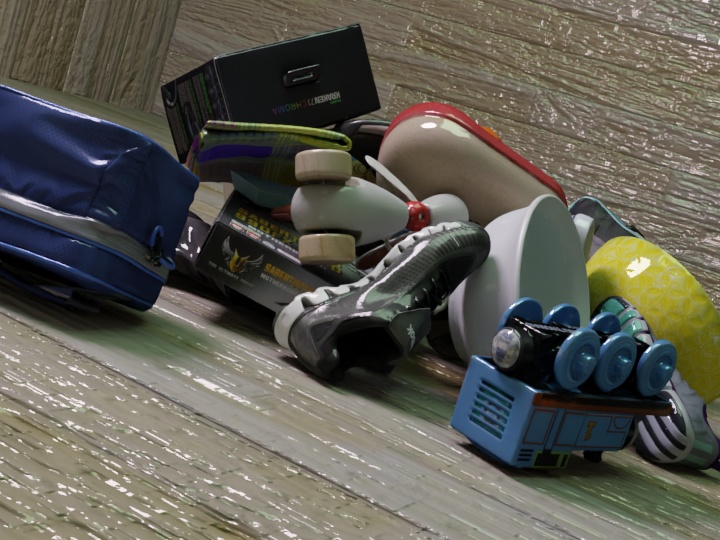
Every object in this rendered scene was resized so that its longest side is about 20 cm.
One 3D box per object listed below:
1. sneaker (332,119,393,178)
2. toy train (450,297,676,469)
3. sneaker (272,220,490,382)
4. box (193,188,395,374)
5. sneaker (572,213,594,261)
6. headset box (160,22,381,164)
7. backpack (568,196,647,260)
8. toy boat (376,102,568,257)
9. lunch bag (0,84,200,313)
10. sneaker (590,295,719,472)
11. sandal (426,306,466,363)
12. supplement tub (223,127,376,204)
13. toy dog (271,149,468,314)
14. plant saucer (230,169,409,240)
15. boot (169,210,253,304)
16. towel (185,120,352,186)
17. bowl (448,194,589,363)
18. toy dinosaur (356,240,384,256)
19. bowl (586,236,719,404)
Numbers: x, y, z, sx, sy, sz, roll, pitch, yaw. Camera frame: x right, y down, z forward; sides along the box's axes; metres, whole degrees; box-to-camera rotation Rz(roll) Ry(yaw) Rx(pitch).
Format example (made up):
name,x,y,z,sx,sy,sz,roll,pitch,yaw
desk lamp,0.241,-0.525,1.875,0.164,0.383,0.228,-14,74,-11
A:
name,x,y,z,sx,sy,sz,roll,pitch,yaw
sneaker,0.054,-0.086,1.150,0.197,0.118,0.075,12,-6,-30
toy train,0.161,0.090,0.826,0.198,0.116,0.086,10,14,-43
sneaker,0.032,0.031,0.878,0.198,0.067,0.091,-27,44,-13
box,-0.048,0.005,0.997,0.198,0.049,0.159,30,13,-7
sneaker,0.186,0.022,1.133,0.070,0.202,0.073,24,37,12
headset box,-0.097,-0.185,1.154,0.172,0.094,0.199,-19,8,-25
backpack,0.300,0.030,1.356,0.154,0.175,0.200,49,-1,-27
toy boat,0.112,-0.096,1.084,0.199,0.130,0.132,33,42,-16
lunch bag,-0.225,-0.044,0.831,0.197,0.134,0.136,19,-8,17
sneaker,0.275,0.111,1.019,0.087,0.075,0.201,26,31,-28
sandal,0.162,0.084,1.104,0.197,0.083,0.055,13,-16,13
supplement tub,-0.042,-0.083,1.225,0.197,0.147,0.144,-18,22,-22
toy dog,0.000,-0.046,0.972,0.095,0.134,0.199,0,-22,47
plant saucer,-0.033,-0.059,1.066,0.198,0.019,0.070,15,11,-36
boot,-0.166,-0.015,1.018,0.131,0.071,0.199,30,18,23
towel,-0.091,-0.108,1.035,0.141,0.023,0.200,3,-6,-13
bowl,0.139,0.036,0.987,0.089,0.205,0.200,-2,-3,29
toy dinosaur,0.000,0.000,1.131,0.197,0.104,0.077,20,6,-14
bowl,0.281,0.078,1.143,0.107,0.202,0.200,-31,28,-17
